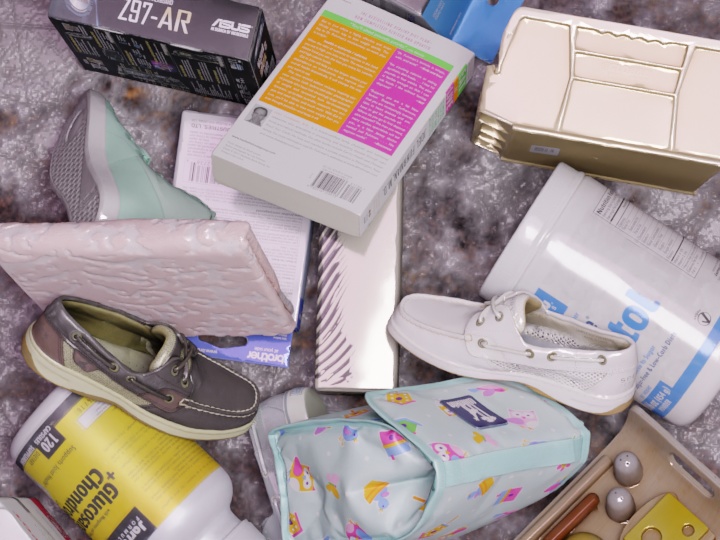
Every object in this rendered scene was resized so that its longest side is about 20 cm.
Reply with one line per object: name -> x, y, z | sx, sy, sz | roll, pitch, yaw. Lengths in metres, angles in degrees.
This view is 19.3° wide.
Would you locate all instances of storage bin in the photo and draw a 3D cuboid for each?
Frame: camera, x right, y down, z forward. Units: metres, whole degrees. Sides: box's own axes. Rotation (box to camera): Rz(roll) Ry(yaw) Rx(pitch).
storage bin -> 0.193, -0.130, 1.659 | 0.197, 0.200, 0.094 | 11, 87, 2

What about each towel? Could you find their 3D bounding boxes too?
towel -> -0.161, 0.006, 1.617 | 0.198, 0.191, 0.032 | -2, 68, 11

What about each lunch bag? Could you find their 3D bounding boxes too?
lunch bag -> 0.054, 0.147, 1.606 | 0.170, 0.199, 0.123 | -5, 82, -40

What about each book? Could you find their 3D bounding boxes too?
book -> -0.011, -0.125, 1.672 | 0.133, 0.048, 0.200 | 22, 53, 18

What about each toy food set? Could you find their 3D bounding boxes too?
toy food set -> 0.194, 0.218, 1.629 | 0.200, 0.060, 0.143 | -43, 64, -11

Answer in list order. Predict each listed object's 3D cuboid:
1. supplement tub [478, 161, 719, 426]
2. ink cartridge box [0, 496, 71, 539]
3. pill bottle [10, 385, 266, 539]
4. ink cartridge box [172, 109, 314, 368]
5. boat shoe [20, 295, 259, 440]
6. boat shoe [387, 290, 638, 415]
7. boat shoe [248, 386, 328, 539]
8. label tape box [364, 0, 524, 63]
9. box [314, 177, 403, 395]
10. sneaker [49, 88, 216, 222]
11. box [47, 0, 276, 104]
supplement tub -> 0.209, 0.020, 1.678 | 0.199, 0.132, 0.132 | 32, 85, 4
ink cartridge box -> -0.250, 0.254, 1.625 | 0.083, 0.200, 0.145 | -40, 85, -3
pill bottle -> -0.173, 0.173, 1.677 | 0.200, 0.112, 0.112 | 43, 86, 5
ink cartridge box -> -0.100, -0.025, 1.731 | 0.118, 0.042, 0.202 | 7, 82, 4
boat shoe -> -0.161, 0.074, 1.639 | 0.200, 0.066, 0.072 | 21, 43, -21
boat shoe -> 0.119, 0.045, 1.617 | 0.199, 0.071, 0.070 | 15, 127, 12
boat shoe -> -0.045, 0.197, 1.702 | 0.071, 0.070, 0.202 | -16, 85, 19
label tape box -> 0.053, -0.282, 1.743 | 0.199, 0.066, 0.144 | 28, 85, 5
box -> 0.000, 0.000, 1.708 | 0.068, 0.082, 0.202 | 1, 83, 2
sneaker -> -0.180, -0.065, 1.701 | 0.118, 0.201, 0.074 | 21, 117, -28
box -> -0.152, -0.181, 1.668 | 0.159, 0.200, 0.044 | 13, 84, 3
